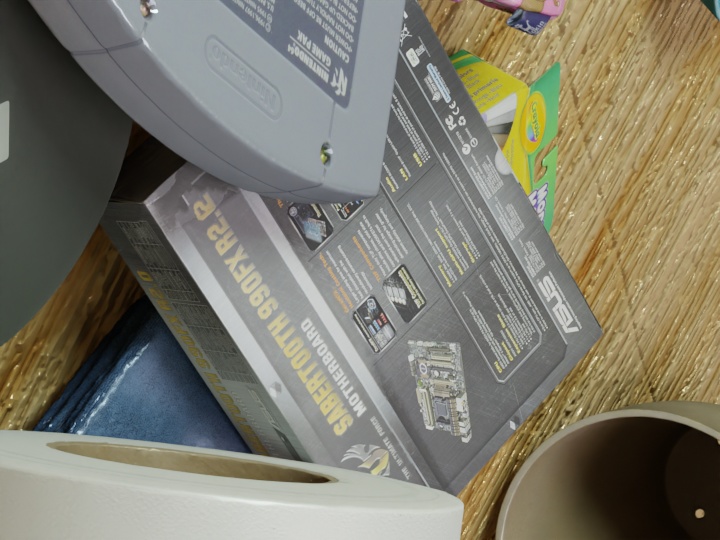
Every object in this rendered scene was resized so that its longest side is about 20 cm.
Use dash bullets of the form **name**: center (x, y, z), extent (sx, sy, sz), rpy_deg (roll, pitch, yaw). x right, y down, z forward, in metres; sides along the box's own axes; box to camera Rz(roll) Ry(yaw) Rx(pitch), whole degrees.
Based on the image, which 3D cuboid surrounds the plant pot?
- **plant pot**: center (0.204, 0.157, 1.355), extent (0.200, 0.187, 0.188), rpy_deg (-20, 136, -65)

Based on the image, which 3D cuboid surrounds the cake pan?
- **cake pan**: center (-0.144, -0.046, 0.755), extent (0.200, 0.037, 0.201), rpy_deg (-42, 144, -40)

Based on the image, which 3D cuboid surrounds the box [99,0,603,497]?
- **box**: center (0.000, 0.000, 0.923), extent (0.158, 0.048, 0.200), rpy_deg (-45, 117, -25)

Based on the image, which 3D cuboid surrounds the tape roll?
- **tape roll**: center (-0.069, 0.137, 0.795), extent (0.203, 0.202, 0.140), rpy_deg (8, 88, -57)

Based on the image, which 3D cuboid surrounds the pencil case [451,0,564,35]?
- **pencil case**: center (0.079, -0.203, 0.913), extent (0.083, 0.087, 0.200), rpy_deg (12, 111, -24)

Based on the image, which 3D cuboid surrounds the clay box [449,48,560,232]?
- **clay box**: center (0.013, -0.019, 1.021), extent (0.200, 0.048, 0.115), rpy_deg (-35, 142, -33)

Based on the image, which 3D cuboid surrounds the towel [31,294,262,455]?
- **towel**: center (-0.055, 0.110, 0.951), extent (0.200, 0.048, 0.112), rpy_deg (48, 68, -27)

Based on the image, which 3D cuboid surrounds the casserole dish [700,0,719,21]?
- **casserole dish**: center (0.229, -0.213, 1.155), extent (0.200, 0.039, 0.121), rpy_deg (-38, 144, -30)

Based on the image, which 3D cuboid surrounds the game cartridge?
- **game cartridge**: center (-0.048, -0.106, 0.789), extent (0.200, 0.041, 0.133), rpy_deg (38, 51, -52)
